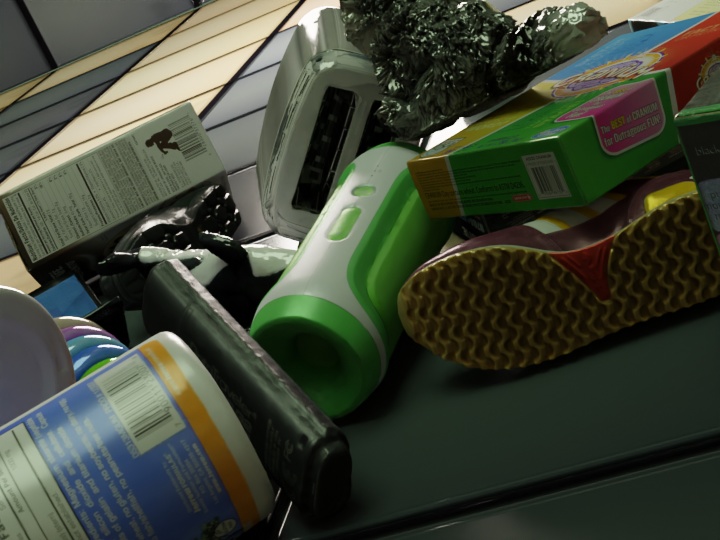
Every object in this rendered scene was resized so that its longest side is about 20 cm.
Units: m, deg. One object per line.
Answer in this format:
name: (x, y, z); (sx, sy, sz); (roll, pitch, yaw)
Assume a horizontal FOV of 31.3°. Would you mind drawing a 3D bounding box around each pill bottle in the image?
pill bottle: (-0.278, 0.079, 0.765); (0.199, 0.113, 0.112); (-11, 24, 30)
pill bottle: (-0.152, 0.126, 0.639); (0.199, 0.113, 0.112); (-32, 20, -15)

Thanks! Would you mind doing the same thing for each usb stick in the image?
usb stick: (-0.066, 0.059, 0.698); (0.032, 0.056, 0.200); (-11, 34, -32)

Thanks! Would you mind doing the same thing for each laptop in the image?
laptop: (-0.275, 0.055, 0.970); (0.177, 0.104, 0.200); (-32, -10, -15)

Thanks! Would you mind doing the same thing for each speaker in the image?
speaker: (0.000, 0.000, 0.790); (0.088, 0.089, 0.200); (-14, 28, 29)

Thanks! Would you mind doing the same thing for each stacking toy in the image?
stacking toy: (-0.147, 0.084, 0.799); (0.085, 0.086, 0.199); (-36, 27, -28)

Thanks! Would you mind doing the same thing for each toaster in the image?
toaster: (-0.012, -0.109, 0.971); (0.113, 0.201, 0.129); (15, 24, -12)

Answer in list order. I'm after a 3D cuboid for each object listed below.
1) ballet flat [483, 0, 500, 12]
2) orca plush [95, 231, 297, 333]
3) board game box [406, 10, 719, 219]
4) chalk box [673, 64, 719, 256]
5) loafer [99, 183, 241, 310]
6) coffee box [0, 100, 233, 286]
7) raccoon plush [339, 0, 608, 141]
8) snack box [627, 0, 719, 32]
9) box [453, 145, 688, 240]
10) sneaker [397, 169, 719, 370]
ballet flat: (0.120, -0.230, 1.273); (0.068, 0.068, 0.200); (-19, 20, 18)
orca plush: (-0.101, 0.021, 0.900); (0.198, 0.105, 0.072); (9, 74, 20)
board game box: (0.146, -0.096, 0.766); (0.199, 0.041, 0.153); (-32, 15, -27)
chalk box: (0.235, -0.049, 0.593); (0.124, 0.125, 0.200); (-6, 29, 42)
loafer: (-0.167, -0.015, 1.089); (0.070, 0.068, 0.201); (-25, 13, 27)
coffee box: (-0.225, -0.064, 1.198); (0.199, 0.080, 0.113); (-28, -11, -7)
raccoon plush: (0.065, -0.172, 0.820); (0.199, 0.135, 0.096); (-23, 1, 42)
snack box: (0.313, -0.207, 1.021); (0.116, 0.037, 0.200); (-30, 20, -10)
box: (0.149, -0.087, 0.905); (0.199, 0.046, 0.159); (-28, 20, -7)
sneaker: (0.119, -0.002, 0.708); (0.198, 0.076, 0.090); (-14, 13, 14)
